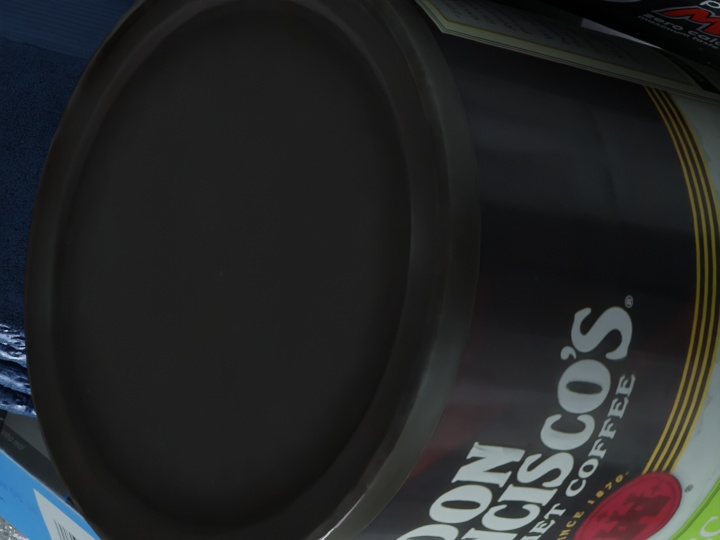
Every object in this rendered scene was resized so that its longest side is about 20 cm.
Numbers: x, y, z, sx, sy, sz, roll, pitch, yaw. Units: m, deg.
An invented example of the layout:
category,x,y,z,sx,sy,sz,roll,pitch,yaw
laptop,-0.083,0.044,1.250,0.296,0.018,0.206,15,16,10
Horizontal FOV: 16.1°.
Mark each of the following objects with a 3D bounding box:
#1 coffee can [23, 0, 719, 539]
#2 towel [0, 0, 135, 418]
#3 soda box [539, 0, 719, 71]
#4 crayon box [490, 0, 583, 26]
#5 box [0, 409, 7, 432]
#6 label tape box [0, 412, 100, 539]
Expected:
category,x,y,z,sx,sy,sz,roll,pitch,yaw
coffee can,0.039,0.008,0.636,0.200,0.147,0.146,9,178,-43
towel,-0.079,-0.047,0.717,0.112,0.200,0.049,16,140,7
soda box,0.090,-0.084,0.586,0.200,0.063,0.071,19,170,-15
crayon box,-0.026,-0.048,0.806,0.052,0.126,0.200,25,168,-40
box,-0.177,-0.042,0.875,0.124,0.200,0.197,16,171,7
label tape box,-0.044,0.042,0.992,0.144,0.200,0.063,32,149,40
